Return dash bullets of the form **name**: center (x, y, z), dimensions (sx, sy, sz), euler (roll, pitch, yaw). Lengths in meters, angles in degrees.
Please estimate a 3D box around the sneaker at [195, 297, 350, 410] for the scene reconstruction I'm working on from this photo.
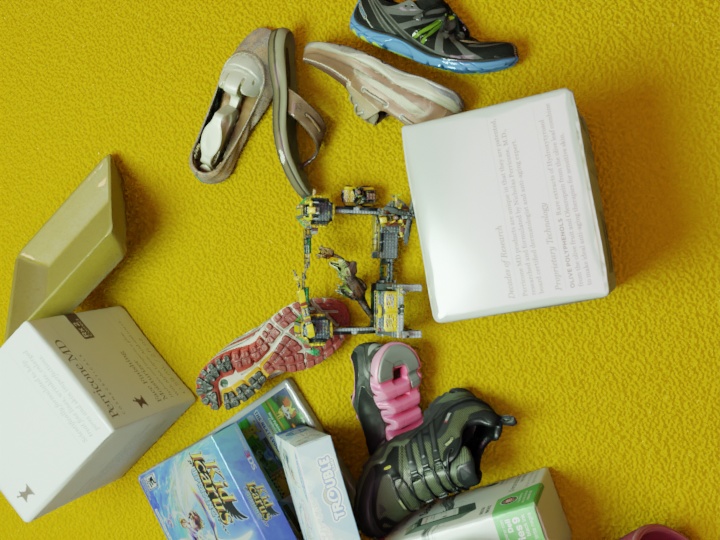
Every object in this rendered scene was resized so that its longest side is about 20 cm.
- **sneaker**: center (-0.105, 0.088, 1.111), dimensions (0.199, 0.082, 0.078), euler (-27, 101, -1)

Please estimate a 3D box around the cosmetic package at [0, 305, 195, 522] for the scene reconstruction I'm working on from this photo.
- **cosmetic package**: center (-0.340, 0.163, 1.120), dimensions (0.165, 0.200, 0.165), euler (-45, 81, 14)

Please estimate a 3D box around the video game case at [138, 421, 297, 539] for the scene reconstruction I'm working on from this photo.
- **video game case**: center (-0.166, 0.303, 1.117), dimensions (0.181, 0.045, 0.201), euler (-33, 83, 40)

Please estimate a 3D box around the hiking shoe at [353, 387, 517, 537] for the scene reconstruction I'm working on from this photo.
- **hiking shoe**: center (0.077, 0.210, 1.006), dimensions (0.200, 0.100, 0.076), euler (-46, 117, -17)

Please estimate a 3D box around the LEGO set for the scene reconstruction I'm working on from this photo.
- **LEGO set**: center (0.000, 0.000, 1.030), dimensions (0.153, 0.116, 0.202), euler (9, 88, -17)

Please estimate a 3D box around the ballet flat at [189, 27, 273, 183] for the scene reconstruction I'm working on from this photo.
- **ballet flat**: center (-0.150, -0.195, 1.115), dimensions (0.068, 0.067, 0.201), euler (23, 99, 11)

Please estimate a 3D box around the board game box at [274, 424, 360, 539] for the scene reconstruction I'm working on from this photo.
- **board game box**: center (-0.038, 0.274, 1.015), dimensions (0.043, 0.199, 0.202), euler (-16, 88, -12)

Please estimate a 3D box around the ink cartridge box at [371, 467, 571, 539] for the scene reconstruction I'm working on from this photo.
- **ink cartridge box**: center (0.117, 0.296, 1.015), dimensions (0.199, 0.146, 0.085), euler (-21, 87, 16)

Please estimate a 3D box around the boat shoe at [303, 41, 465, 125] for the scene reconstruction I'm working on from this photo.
- **boat shoe**: center (0.018, -0.202, 1.062), dimensions (0.199, 0.076, 0.072), euler (26, 102, 16)

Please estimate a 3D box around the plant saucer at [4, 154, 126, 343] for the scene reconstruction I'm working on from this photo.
- **plant saucer**: center (-0.351, -0.021, 1.149), dimensions (0.200, 0.200, 0.048), euler (-44, 123, 15)

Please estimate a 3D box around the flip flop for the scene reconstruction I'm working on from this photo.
- **flip flop**: center (-0.069, -0.182, 1.089), dimensions (0.057, 0.081, 0.202), euler (-5, 90, 5)

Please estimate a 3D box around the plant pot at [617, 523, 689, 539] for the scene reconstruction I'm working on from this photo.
- **plant pot**: center (0.278, 0.389, 0.957), dimensions (0.179, 0.200, 0.200), euler (-43, 80, 30)

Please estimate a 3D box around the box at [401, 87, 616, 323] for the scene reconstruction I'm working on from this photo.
- **box**: center (0.159, -0.059, 0.959), dimensions (0.170, 0.199, 0.202), euler (-11, 88, 17)

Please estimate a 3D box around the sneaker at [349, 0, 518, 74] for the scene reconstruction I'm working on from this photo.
- **sneaker**: center (0.082, -0.270, 1.039), dimensions (0.199, 0.071, 0.083), euler (24, 105, 18)

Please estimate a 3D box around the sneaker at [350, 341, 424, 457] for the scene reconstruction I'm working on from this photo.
- **sneaker**: center (0.027, 0.173, 1.085), dimensions (0.095, 0.079, 0.202), euler (11, 109, 51)

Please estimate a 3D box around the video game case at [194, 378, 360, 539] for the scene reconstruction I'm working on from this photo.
- **video game case**: center (-0.104, 0.264, 1.147), dimensions (0.182, 0.022, 0.201), euler (-35, 82, 16)
